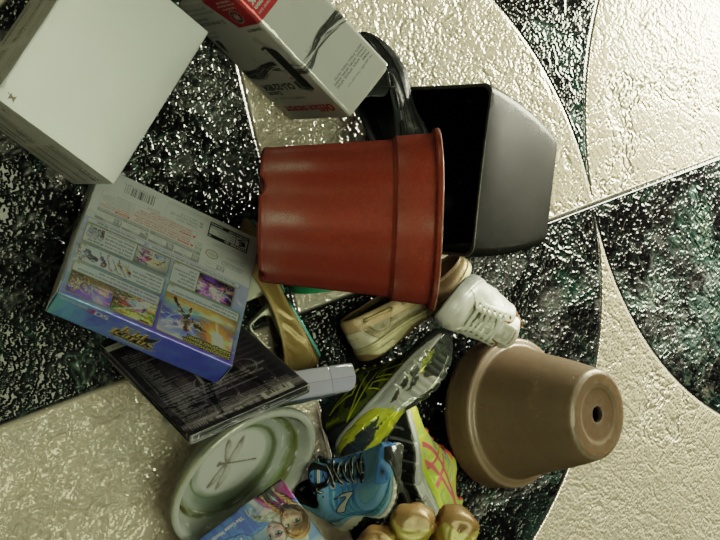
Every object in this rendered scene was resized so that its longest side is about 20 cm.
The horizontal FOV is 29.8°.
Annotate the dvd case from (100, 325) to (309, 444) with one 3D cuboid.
[{"bbox_3d":[-0.172,0.107,1.474,0.148,0.200,0.016,-22,129,-30],"label":"dvd case"}]

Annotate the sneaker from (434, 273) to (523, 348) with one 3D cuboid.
[{"bbox_3d":[0.158,0.056,1.690,0.073,0.085,0.200,-54,161,14],"label":"sneaker"}]

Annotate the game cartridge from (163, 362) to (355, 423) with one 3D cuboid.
[{"bbox_3d":[-0.111,0.141,1.548,0.199,0.133,0.041,-7,79,-32],"label":"game cartridge"}]

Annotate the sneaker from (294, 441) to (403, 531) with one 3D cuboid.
[{"bbox_3d":[-0.017,0.252,1.589,0.090,0.200,0.079,21,54,-19],"label":"sneaker"}]

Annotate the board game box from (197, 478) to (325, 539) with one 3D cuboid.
[{"bbox_3d":[-0.112,0.373,1.519,0.200,0.043,0.199,-35,83,-20],"label":"board game box"}]

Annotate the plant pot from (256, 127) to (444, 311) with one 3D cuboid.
[{"bbox_3d":[-0.014,-0.058,1.483,0.194,0.201,0.202,1,93,-2],"label":"plant pot"}]

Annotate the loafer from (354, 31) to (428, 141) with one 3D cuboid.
[{"bbox_3d":[0.024,-0.204,1.607,0.070,0.068,0.201,5,55,-46],"label":"loafer"}]

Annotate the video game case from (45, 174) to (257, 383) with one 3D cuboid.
[{"bbox_3d":[-0.217,0.004,1.451,0.199,0.045,0.182,25,46,-18],"label":"video game case"}]

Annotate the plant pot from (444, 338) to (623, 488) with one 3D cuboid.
[{"bbox_3d":[0.237,0.184,1.734,0.200,0.174,0.201,4,85,-44],"label":"plant pot"}]

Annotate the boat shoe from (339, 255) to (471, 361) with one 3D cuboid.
[{"bbox_3d":[0.059,0.031,1.689,0.200,0.071,0.065,-40,108,-28],"label":"boat shoe"}]

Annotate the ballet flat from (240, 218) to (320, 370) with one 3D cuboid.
[{"bbox_3d":[-0.110,0.038,1.586,0.063,0.069,0.201,-28,107,-12],"label":"ballet flat"}]

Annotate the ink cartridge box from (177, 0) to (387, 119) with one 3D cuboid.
[{"bbox_3d":[-0.087,-0.265,1.533,0.200,0.144,0.084,43,72,-27],"label":"ink cartridge box"}]

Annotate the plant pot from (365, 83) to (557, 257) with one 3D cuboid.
[{"bbox_3d":[0.132,-0.113,1.666,0.177,0.200,0.201,7,89,-43],"label":"plant pot"}]

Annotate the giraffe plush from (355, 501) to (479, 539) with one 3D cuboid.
[{"bbox_3d":[0.061,0.376,1.653,0.172,0.162,0.201,2,89,-10],"label":"giraffe plush"}]

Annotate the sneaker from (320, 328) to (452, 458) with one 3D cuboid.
[{"bbox_3d":[0.026,0.137,1.644,0.200,0.085,0.075,-46,143,-6],"label":"sneaker"}]

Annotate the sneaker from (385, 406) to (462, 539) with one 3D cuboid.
[{"bbox_3d":[0.078,0.239,1.720,0.090,0.078,0.201,-30,114,-37],"label":"sneaker"}]

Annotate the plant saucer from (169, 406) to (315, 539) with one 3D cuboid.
[{"bbox_3d":[-0.143,0.225,1.552,0.200,0.050,0.201,-29,143,-25],"label":"plant saucer"}]

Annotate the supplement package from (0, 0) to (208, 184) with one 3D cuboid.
[{"bbox_3d":[-0.288,-0.215,1.425,0.156,0.111,0.201,38,73,-29],"label":"supplement package"}]

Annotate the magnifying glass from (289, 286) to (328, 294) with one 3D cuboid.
[{"bbox_3d":[0.000,0.000,1.650,0.199,0.079,0.023,-12,100,-37],"label":"magnifying glass"}]
